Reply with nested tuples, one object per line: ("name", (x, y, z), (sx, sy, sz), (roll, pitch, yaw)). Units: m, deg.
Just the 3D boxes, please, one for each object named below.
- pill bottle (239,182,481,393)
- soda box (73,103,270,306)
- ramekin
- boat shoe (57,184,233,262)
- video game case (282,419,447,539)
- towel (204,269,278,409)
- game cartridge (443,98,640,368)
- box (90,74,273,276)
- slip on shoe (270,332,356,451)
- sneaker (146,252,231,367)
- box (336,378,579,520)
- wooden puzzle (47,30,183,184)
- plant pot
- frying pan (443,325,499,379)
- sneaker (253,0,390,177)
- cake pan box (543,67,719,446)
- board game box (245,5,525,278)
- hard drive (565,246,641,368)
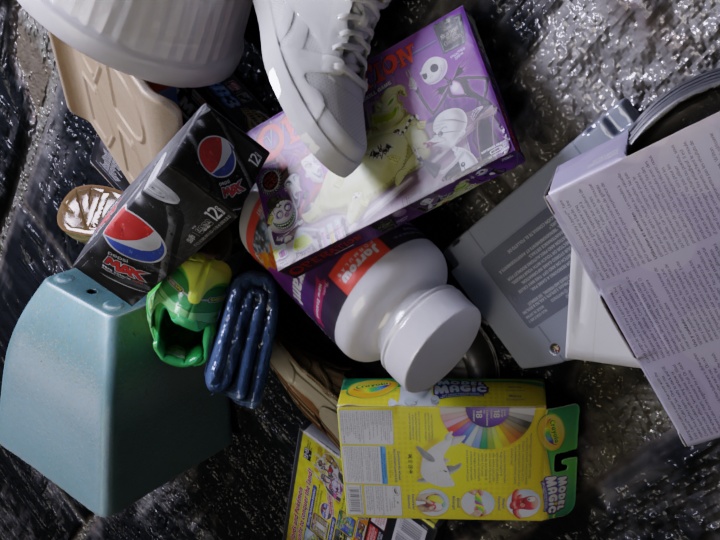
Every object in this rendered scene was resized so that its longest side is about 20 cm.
("pill bottle", (0.000, 0.000, 0.722), (0.200, 0.110, 0.113), (43, 135, 28))
("soda box", (-0.155, -0.045, 0.712), (0.063, 0.072, 0.199), (36, 141, -19))
("ramekin", (-0.170, -0.244, 0.705), (0.202, 0.201, 0.095), (43, 123, 13))
("boat shoe", (-0.200, -0.036, 0.873), (0.196, 0.072, 0.065), (15, 159, 25))
("video game case", (-0.003, 0.280, 0.963), (0.179, 0.025, 0.203), (31, 131, 25))
("towel", (-0.107, 0.058, 0.816), (0.047, 0.114, 0.200), (15, 175, -9))
("game cartridge", (0.159, -0.012, 0.654), (0.135, 0.040, 0.200), (56, 136, 7))
("box", (-0.169, -0.116, 0.872), (0.200, 0.049, 0.200), (45, 134, 13))
("slip on shoe", (-0.030, 0.117, 0.876), (0.200, 0.060, 0.077), (41, 163, 39))
("sneaker", (-0.168, 0.049, 0.823), (0.073, 0.085, 0.200), (19, 155, -8))
("box", (0.082, 0.150, 0.755), (0.195, 0.049, 0.120), (1, 116, 9))
("wooden puzzle", (-0.201, -0.146, 0.782), (0.200, 0.046, 0.187), (48, 154, 22))
("plant pot", (-0.266, 0.101, 0.983), (0.193, 0.194, 0.205), (21, 118, 30))
("frying pan", (0.042, 0.056, 0.801), (0.189, 0.031, 0.116), (41, 132, 13))
("sneaker", (-0.009, -0.175, 0.630), (0.114, 0.073, 0.204), (-29, 63, 24))
("cake pan box", (0.227, -0.013, 0.511), (0.182, 0.052, 0.202), (-27, 104, 28))
("board game box", (0.011, -0.090, 0.656), (0.197, 0.032, 0.122), (-26, 63, 22))
("hard drive", (0.232, 0.007, 0.565), (0.195, 0.027, 0.135), (7, 119, 19))
